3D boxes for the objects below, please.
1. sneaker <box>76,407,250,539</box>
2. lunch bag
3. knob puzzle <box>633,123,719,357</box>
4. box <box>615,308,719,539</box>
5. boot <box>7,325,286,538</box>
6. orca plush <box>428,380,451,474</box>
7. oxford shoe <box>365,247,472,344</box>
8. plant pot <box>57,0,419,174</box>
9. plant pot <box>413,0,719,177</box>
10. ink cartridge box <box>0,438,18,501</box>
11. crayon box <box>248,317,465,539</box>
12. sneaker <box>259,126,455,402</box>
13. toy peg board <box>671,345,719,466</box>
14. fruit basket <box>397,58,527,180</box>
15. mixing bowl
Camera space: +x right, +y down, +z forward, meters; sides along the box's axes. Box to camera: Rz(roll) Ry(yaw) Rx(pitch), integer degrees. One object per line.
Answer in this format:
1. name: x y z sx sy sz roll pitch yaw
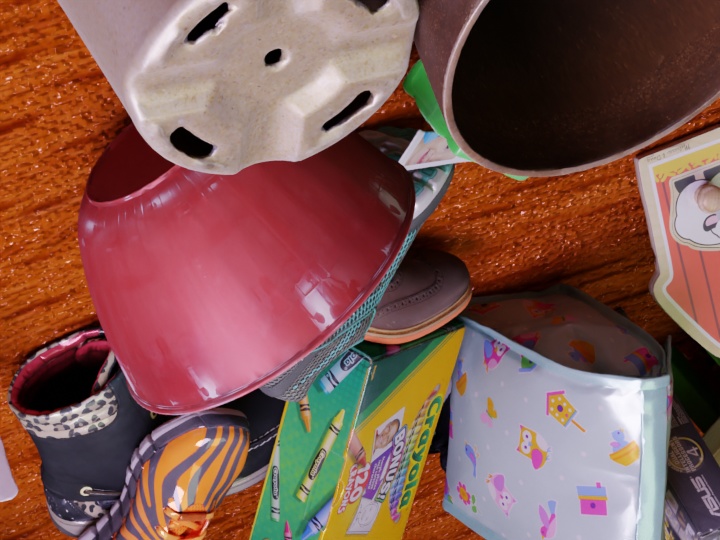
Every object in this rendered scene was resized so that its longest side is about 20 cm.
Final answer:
1. sneaker: -0.117 0.183 1.210 0.077 0.113 0.200 8 133 -32
2. lunch bag: 0.151 0.118 1.310 0.121 0.200 0.172 -8 110 -28
3. knob puzzle: 0.297 -0.014 1.323 0.218 0.030 0.222 -4 106 -14
4. box: 0.221 0.155 1.453 0.049 0.201 0.162 -18 147 -15
5. boot: -0.127 0.090 1.245 0.202 0.074 0.154 -23 144 -8
6. orca plush: 0.055 0.114 1.399 0.199 0.071 0.105 1 138 -35
7. oxford shoe: 0.000 0.000 1.211 0.199 0.071 0.073 -5 129 -39
8. plant pot: -0.067 -0.153 0.847 0.199 0.184 0.201 -18 146 -13
9. plant pot: 0.081 -0.181 0.892 0.186 0.201 0.188 -20 147 -14
10. ink cartridge box: -0.303 0.090 1.081 0.198 0.116 0.068 -11 145 -24
11. crayon box: -0.006 0.124 1.289 0.118 0.058 0.201 -18 129 -54
12. sneaker: -0.012 -0.004 1.137 0.200 0.077 0.092 -48 150 -25
13. toy peg board: 0.343 0.046 1.509 0.198 0.098 0.200 -16 149 -44
14. fruit basket: 0.133 -0.125 1.108 0.199 0.094 0.186 0 137 -41
15. mixing bowl: -0.080 -0.032 1.030 0.199 0.201 0.109 -33 117 10
